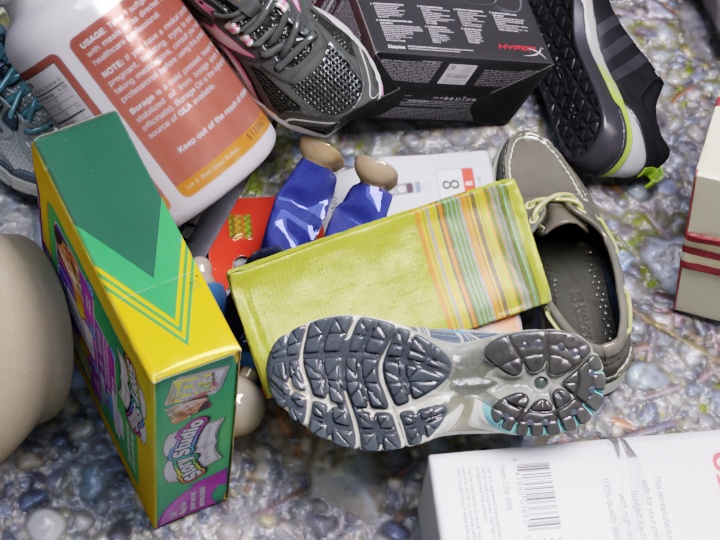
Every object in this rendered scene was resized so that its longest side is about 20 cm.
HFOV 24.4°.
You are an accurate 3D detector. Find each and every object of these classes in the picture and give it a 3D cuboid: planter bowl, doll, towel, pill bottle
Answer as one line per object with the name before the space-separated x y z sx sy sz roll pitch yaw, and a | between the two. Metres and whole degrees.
planter bowl | -0.258 0.044 1.001 0.134 0.200 0.200 -11 58 -37
doll | -0.050 0.014 1.074 0.136 0.048 0.200 20 74 13
towel | 0.021 0.009 1.052 0.199 0.018 0.086 -19 85 -15
pill bottle | -0.152 -0.132 1.061 0.112 0.112 0.200 -43 106 -24

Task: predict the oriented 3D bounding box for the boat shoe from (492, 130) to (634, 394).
boat shoe | 0.138 -0.016 1.124 0.072 0.060 0.202 -11 61 -8

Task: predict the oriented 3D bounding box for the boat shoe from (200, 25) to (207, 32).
boat shoe | -0.128 -0.223 1.220 0.200 0.067 0.074 36 76 -2

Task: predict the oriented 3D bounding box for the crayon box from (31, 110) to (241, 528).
crayon box | -0.134 0.034 0.994 0.058 0.200 0.173 -22 64 -18

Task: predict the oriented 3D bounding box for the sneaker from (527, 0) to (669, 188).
sneaker | 0.175 -0.142 1.211 0.083 0.072 0.200 11 55 -29

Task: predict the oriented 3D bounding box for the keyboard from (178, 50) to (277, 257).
keyboard | -0.136 -0.084 1.161 0.127 0.021 0.200 17 59 13

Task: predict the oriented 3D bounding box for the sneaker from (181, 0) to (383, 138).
sneaker | -0.074 -0.166 1.070 0.200 0.086 0.080 42 92 13

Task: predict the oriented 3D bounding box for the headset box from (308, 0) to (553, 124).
headset box | 0.032 -0.207 1.194 0.148 0.075 0.200 -1 58 -30

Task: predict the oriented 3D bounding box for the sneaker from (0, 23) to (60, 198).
sneaker | -0.248 -0.124 1.135 0.200 0.086 0.078 35 69 22

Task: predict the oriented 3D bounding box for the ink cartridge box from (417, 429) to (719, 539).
ink cartridge box | 0.144 0.183 0.996 0.199 0.084 0.146 -4 60 -6

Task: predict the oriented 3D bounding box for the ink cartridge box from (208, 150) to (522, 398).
ink cartridge box | 0.000 0.000 1.112 0.199 0.050 0.163 -3 60 -9

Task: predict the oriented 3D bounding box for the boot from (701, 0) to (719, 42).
boot | 0.223 -0.241 1.265 0.131 0.070 0.200 -3 49 -3

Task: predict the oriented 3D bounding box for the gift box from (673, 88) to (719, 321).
gift box | 0.315 -0.039 1.089 0.186 0.185 0.200 13 63 14

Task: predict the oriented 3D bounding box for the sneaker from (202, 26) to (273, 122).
sneaker | -0.086 -0.191 1.161 0.071 0.073 0.201 2 82 19

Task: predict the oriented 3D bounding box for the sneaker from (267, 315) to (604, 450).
sneaker | 0.043 0.070 1.009 0.199 0.086 0.078 4 87 1
